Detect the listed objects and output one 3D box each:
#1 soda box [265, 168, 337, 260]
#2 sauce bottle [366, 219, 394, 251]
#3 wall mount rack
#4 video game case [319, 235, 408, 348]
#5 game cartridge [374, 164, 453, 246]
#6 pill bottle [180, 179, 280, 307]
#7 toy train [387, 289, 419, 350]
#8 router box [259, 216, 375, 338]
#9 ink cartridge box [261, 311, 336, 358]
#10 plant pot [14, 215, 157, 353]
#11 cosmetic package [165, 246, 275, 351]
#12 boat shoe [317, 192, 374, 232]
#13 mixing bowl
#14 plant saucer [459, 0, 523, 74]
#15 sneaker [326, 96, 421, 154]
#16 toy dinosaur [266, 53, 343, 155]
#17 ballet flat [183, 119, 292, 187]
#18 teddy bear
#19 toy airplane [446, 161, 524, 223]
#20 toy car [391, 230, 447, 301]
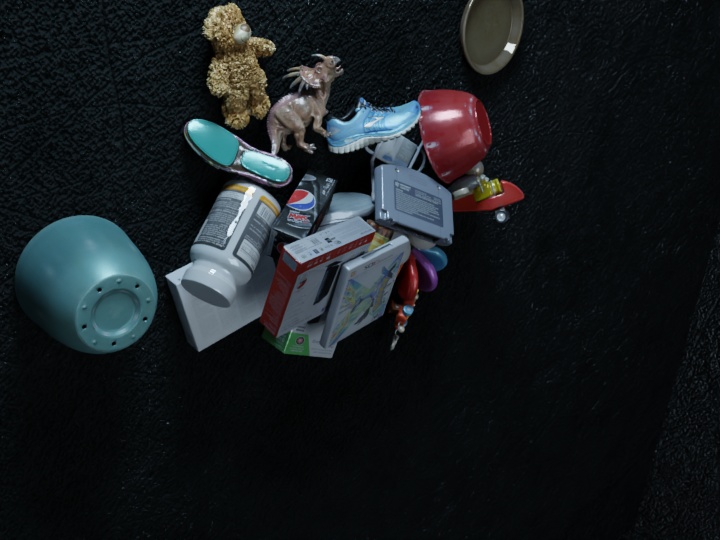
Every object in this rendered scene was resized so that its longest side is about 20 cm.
[{"bbox_3d":[-0.106,-0.100,1.321,0.201,0.063,0.071,-67,177,-48],"label":"soda box"},{"bbox_3d":[0.000,0.000,1.431,0.066,0.066,0.202,19,96,-46],"label":"sauce bottle"},{"bbox_3d":[0.081,-0.218,1.510,0.199,0.074,0.175,19,99,-45],"label":"wall mount rack"},{"bbox_3d":[0.008,0.042,1.393,0.181,0.022,0.202,-27,145,-44],"label":"video game case"},{"bbox_3d":[0.108,-0.136,1.448,0.198,0.041,0.135,17,59,-36],"label":"game cartridge"},{"bbox_3d":[-0.225,-0.046,1.242,0.116,0.115,0.202,48,57,-45],"label":"pill bottle"},{"bbox_3d":[0.086,0.093,1.627,0.201,0.055,0.151,109,7,-61],"label":"toy train"},{"bbox_3d":[-0.076,0.009,1.294,0.199,0.049,0.181,-27,149,-45],"label":"router box"},{"bbox_3d":[-0.098,0.068,1.480,0.145,0.084,0.202,12,101,-46],"label":"ink cartridge box"},{"bbox_3d":[-0.410,0.035,1.115,0.199,0.160,0.203,-20,123,-34],"label":"plant pot"},{"bbox_3d":[-0.249,0.036,1.346,0.199,0.051,0.152,-30,130,-29],"label":"cosmetic package"},{"bbox_3d":[-0.060,-0.106,1.450,0.198,0.074,0.067,-13,135,-28],"label":"boat shoe"},{"bbox_3d":[0.207,-0.292,1.494,0.200,0.107,0.203,35,49,-54],"label":"mixing bowl"},{"bbox_3d":[0.285,-0.534,1.573,0.199,0.029,0.202,-21,124,-34],"label":"plant saucer"},{"bbox_3d":[0.025,-0.294,1.387,0.198,0.078,0.091,-20,112,-8],"label":"sneaker"},{"bbox_3d":[-0.115,-0.291,1.285,0.200,0.086,0.136,-43,134,-12],"label":"toy dinosaur"},{"bbox_3d":[-0.212,-0.191,1.236,0.198,0.071,0.070,23,73,-13],"label":"ballet flat"},{"bbox_3d":[-0.198,-0.335,1.194,0.144,0.066,0.202,-17,122,-40],"label":"teddy bear"},{"bbox_3d":[0.242,-0.180,1.620,0.197,0.199,0.143,-3,97,-30],"label":"toy airplane"},{"bbox_3d":[0.102,-0.014,1.542,0.199,0.151,0.175,-28,163,-26],"label":"toy car"}]
